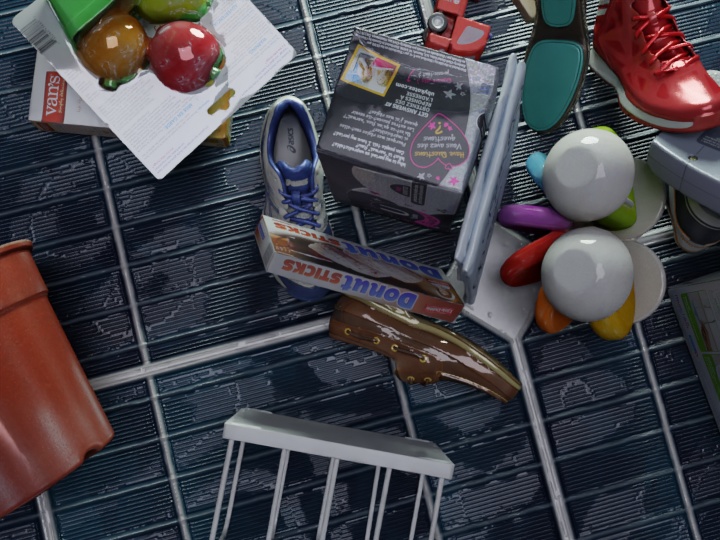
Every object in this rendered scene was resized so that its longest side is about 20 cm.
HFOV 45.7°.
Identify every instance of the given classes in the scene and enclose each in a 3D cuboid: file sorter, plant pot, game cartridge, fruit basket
[{"bbox_3d":[-0.029,0.210,0.784,0.198,0.139,0.126,10,87,-1],"label":"file sorter"},{"bbox_3d":[-0.334,0.108,0.763,0.200,0.201,0.196,-31,95,-5],"label":"plant pot"},{"bbox_3d":[0.367,-0.088,0.760,0.199,0.042,0.133,31,59,30],"label":"game cartridge"},{"bbox_3d":[-0.193,-0.220,0.816,0.185,0.094,0.200,-45,100,-8],"label":"fruit basket"}]

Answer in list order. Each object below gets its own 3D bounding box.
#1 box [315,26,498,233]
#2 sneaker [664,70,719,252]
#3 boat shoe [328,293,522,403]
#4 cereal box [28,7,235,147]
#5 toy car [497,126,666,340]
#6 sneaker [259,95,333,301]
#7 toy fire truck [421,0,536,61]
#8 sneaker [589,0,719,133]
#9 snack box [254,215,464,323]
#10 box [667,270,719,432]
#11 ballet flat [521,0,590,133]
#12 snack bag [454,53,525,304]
[{"bbox_3d":[0.043,-0.116,0.783,0.131,0.200,0.116,17,85,4],"label":"box"},{"bbox_3d":[0.344,-0.111,0.866,0.078,0.080,0.201,18,59,3],"label":"sneaker"},{"bbox_3d":[0.060,0.080,0.836,0.199,0.072,0.068,28,89,7],"label":"boat shoe"},{"bbox_3d":[-0.224,-0.206,0.864,0.198,0.040,0.146,4,83,-2],"label":"cereal box"},{"bbox_3d":[0.204,-0.035,0.822,0.149,0.174,0.202,-2,84,34],"label":"toy car"},{"bbox_3d":[-0.067,-0.070,0.834,0.074,0.088,0.202,-10,86,-5],"label":"sneaker"},{"bbox_3d":[0.152,-0.300,0.885,0.140,0.049,0.202,15,85,-2],"label":"toy fire truck"},{"bbox_3d":[0.271,-0.215,0.797,0.078,0.200,0.116,-20,129,-10],"label":"sneaker"},{"bbox_3d":[0.000,0.000,0.801,0.198,0.072,0.024,16,114,-25],"label":"snack box"},{"bbox_3d":[0.392,0.090,0.791,0.096,0.176,0.202,-18,85,-6],"label":"box"},{"bbox_3d":[0.204,-0.242,0.860,0.067,0.075,0.202,13,119,26],"label":"ballet flat"},{"bbox_3d":[0.118,-0.073,0.789,0.021,0.200,0.190,14,82,10],"label":"snack bag"}]
